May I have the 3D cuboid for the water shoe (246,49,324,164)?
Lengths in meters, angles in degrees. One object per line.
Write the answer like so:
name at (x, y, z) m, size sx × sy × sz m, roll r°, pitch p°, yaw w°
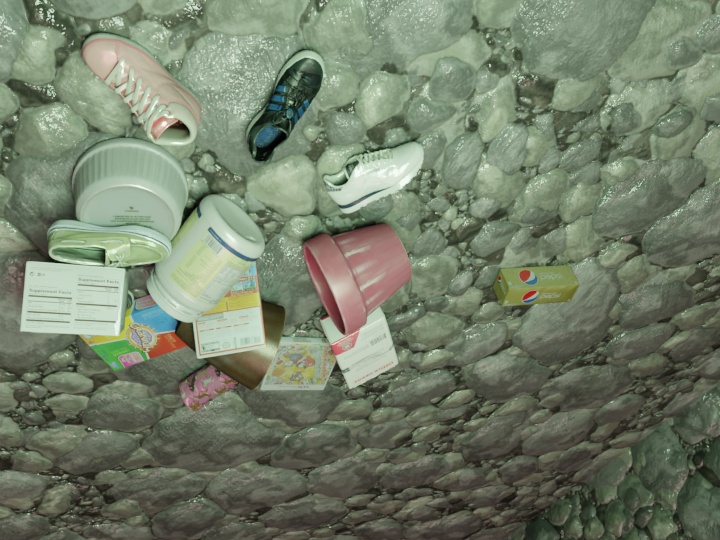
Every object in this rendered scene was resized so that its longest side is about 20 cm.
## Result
water shoe at (-0.117, -0.258, 1.010) m, size 0.070 × 0.080 × 0.201 m, roll 18°, pitch 128°, yaw -33°

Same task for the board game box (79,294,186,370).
board game box at (-0.481, 0.132, 1.341) m, size 0.194 × 0.041 × 0.155 m, roll -18°, pitch 138°, yaw 2°

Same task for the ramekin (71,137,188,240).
ramekin at (-0.394, -0.116, 1.063) m, size 0.195 × 0.096 × 0.206 m, roll -9°, pitch 138°, yaw -8°

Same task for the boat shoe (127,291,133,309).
boat shoe at (-0.549, 0.059, 1.220) m, size 0.195 × 0.062 × 0.077 m, roll 13°, pitch 114°, yaw -29°

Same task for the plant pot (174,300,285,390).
plant pot at (-0.285, 0.126, 1.316) m, size 0.196 × 0.190 × 0.188 m, roll 25°, pitch 126°, yaw -19°

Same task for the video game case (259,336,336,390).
video game case at (-0.152, 0.240, 1.576) m, size 0.176 × 0.023 × 0.203 m, roll 4°, pitch 134°, yaw -21°

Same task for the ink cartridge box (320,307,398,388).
ink cartridge box at (0.001, 0.173, 1.489) m, size 0.141 × 0.085 × 0.203 m, roll -26°, pitch 139°, yaw -6°

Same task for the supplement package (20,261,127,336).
supplement package at (-0.494, 0.050, 1.094) m, size 0.150 × 0.115 × 0.199 m, roll 5°, pitch 177°, yaw -19°

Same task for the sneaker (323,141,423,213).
sneaker at (0.026, -0.184, 1.145) m, size 0.196 × 0.078 × 0.081 m, roll -30°, pitch 128°, yaw 13°

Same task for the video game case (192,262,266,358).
video game case at (-0.269, 0.062, 1.238) m, size 0.138 × 0.208 × 0.017 m, roll -7°, pitch 177°, yaw -9°

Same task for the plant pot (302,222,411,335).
plant pot at (0.000, 0.000, 1.254) m, size 0.175 × 0.202 × 0.203 m, roll -25°, pitch 140°, yaw -12°

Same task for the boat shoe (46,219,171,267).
boat shoe at (-0.414, -0.033, 1.026) m, size 0.193 × 0.063 × 0.073 m, roll 5°, pitch 135°, yaw -23°

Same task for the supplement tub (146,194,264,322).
supplement tub at (-0.285, -0.020, 1.138) m, size 0.200 × 0.146 × 0.144 m, roll -45°, pitch 132°, yaw 14°

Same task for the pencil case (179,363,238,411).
pencil case at (-0.344, 0.263, 1.497) m, size 0.196 × 0.089 × 0.083 m, roll -29°, pitch 169°, yaw 14°

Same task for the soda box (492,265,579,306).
soda box at (0.428, 0.037, 1.508) m, size 0.193 × 0.069 × 0.065 m, roll -3°, pitch 137°, yaw -15°

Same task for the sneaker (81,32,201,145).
sneaker at (-0.321, -0.262, 0.923) m, size 0.075 × 0.107 × 0.198 m, roll -35°, pitch 134°, yaw 25°
